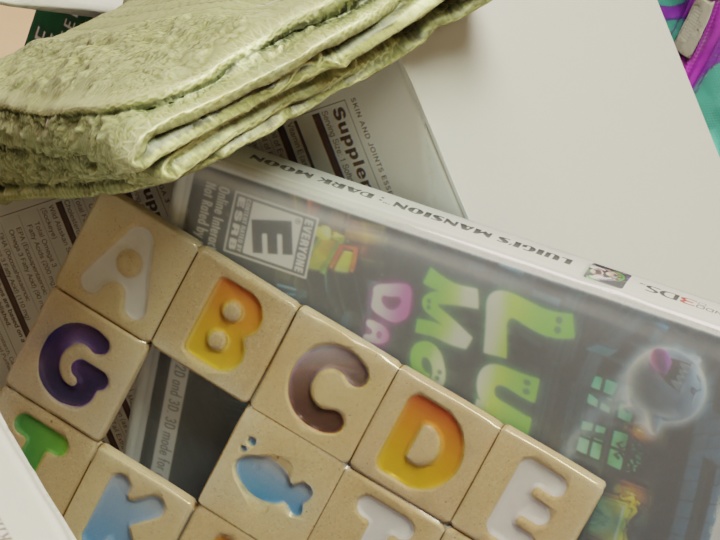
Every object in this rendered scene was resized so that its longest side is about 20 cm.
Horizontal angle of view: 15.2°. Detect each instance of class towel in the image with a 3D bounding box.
[{"bbox_3d":[-0.045,-0.066,0.789,0.148,0.037,0.200,-30,13,-22],"label":"towel"}]

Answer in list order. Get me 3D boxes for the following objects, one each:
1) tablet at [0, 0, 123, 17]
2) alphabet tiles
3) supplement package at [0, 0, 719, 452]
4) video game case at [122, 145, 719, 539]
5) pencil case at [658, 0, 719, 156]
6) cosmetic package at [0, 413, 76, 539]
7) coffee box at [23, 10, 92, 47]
[{"bbox_3d":[-0.100,-0.110,0.954,0.130,0.014,0.200,30,18,33],"label":"tablet"},{"bbox_3d":[-0.026,0.097,0.772,0.199,0.168,0.008,31,16,9],"label":"alphabet tiles"},{"bbox_3d":[0.000,0.000,0.878,0.199,0.151,0.152,-16,12,37],"label":"supplement package"},{"bbox_3d":[0.014,0.080,0.782,0.181,0.201,0.023,19,23,14],"label":"video game case"},{"bbox_3d":[0.108,-0.032,1.000,0.085,0.201,0.092,31,6,30],"label":"pencil case"},{"bbox_3d":[-0.181,0.128,0.672,0.199,0.168,0.166,-7,35,-27],"label":"cosmetic package"},{"bbox_3d":[-0.052,-0.046,1.052,0.200,0.123,0.044,27,17,29],"label":"coffee box"}]
